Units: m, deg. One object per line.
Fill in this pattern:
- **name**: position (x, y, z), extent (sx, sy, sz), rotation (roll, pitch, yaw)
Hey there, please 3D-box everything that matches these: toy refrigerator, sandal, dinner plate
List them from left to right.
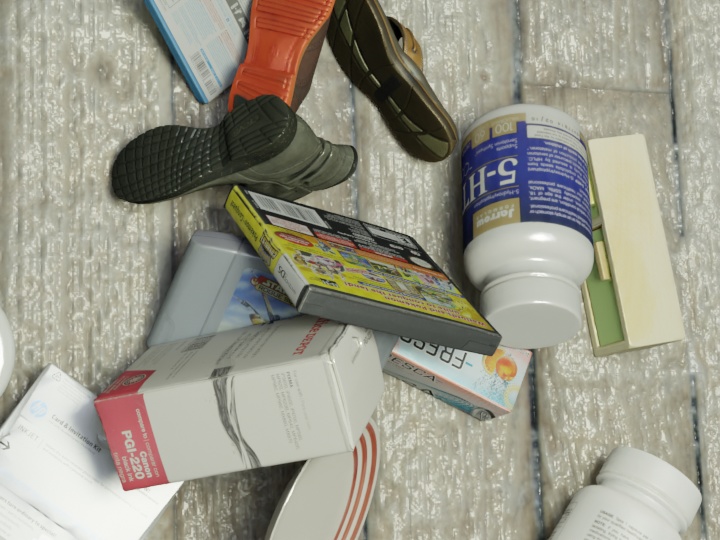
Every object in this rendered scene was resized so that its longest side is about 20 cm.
- **dinner plate**: position (-0.040, 0.212, 1.210), extent (0.024, 0.200, 0.201), rotation (22, 71, 21)
- **sandal**: position (0.034, -0.197, 1.354), extent (0.055, 0.082, 0.201), rotation (-38, 92, -37)
- **toy refrigerator**: position (0.248, -0.023, 1.391), extent (0.069, 0.076, 0.202), rotation (-7, 83, -19)

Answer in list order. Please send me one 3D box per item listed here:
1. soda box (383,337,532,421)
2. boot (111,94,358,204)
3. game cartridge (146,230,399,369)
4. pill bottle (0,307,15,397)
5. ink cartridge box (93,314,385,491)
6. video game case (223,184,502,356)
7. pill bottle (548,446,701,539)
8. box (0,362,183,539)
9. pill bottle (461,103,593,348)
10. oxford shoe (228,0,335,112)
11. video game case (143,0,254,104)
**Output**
- **soda box**: position (0.052, 0.065, 1.314), extent (0.199, 0.068, 0.064), rotation (28, 70, -11)
- **boot**: position (-0.110, -0.084, 1.277), extent (0.130, 0.198, 0.068), rotation (33, 48, -55)
- **game cartridge**: position (-0.073, 0.050, 1.245), extent (0.199, 0.042, 0.134), rotation (24, 118, -5)
- **pill bottle**: position (-0.331, 0.074, 1.118), extent (0.111, 0.200, 0.113), rotation (3, 79, -17)
- **ink cartridge box**: position (-0.091, 0.100, 1.163), extent (0.198, 0.146, 0.086), rotation (-13, 102, 15)
- **video game case**: position (0.000, 0.000, 1.219), extent (0.199, 0.181, 0.026), rotation (15, 111, -33)
- **pill bottle**: position (0.224, 0.269, 1.309), extent (0.113, 0.113, 0.201), rotation (37, 72, -8)
- **box**: position (-0.259, 0.204, 1.203), extent (0.155, 0.041, 0.201), rotation (37, 72, -9)
- **pill bottle**: position (0.152, -0.038, 1.312), extent (0.119, 0.120, 0.202), rotation (10, 59, -16)
- **oxford shoe**: position (-0.067, -0.210, 1.322), extent (0.071, 0.073, 0.202), rotation (21, 81, 13)
- **video game case**: position (-0.102, -0.268, 1.315), extent (0.200, 0.018, 0.144), rotation (-41, 126, -20)
